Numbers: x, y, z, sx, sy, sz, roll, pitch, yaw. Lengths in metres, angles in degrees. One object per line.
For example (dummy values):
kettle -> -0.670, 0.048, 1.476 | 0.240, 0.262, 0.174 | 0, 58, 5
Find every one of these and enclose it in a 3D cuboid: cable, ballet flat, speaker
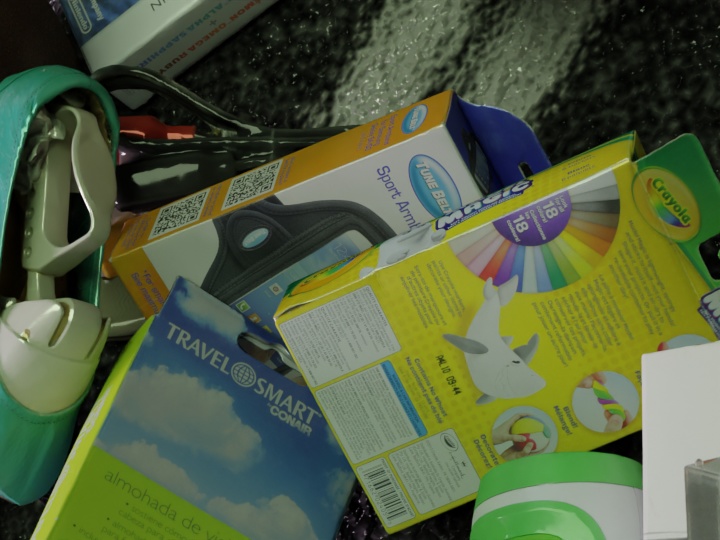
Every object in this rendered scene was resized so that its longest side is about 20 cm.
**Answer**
cable -> -0.056, -0.053, 1.241 | 0.199, 0.050, 0.098 | -6, 78, 1
ballet flat -> -0.142, 0.002, 1.174 | 0.070, 0.067, 0.201 | -13, 71, 51
speaker -> 0.090, 0.181, 1.087 | 0.088, 0.088, 0.201 | -13, 65, 25

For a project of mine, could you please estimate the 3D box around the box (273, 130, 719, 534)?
box -> 0.076, 0.022, 1.135 | 0.199, 0.048, 0.118 | -23, 106, 17

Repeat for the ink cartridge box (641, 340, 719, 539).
ink cartridge box -> 0.173, 0.139, 1.018 | 0.082, 0.147, 0.201 | -10, 65, 28

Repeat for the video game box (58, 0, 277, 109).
video game box -> -0.092, -0.214, 1.371 | 0.182, 0.047, 0.201 | -34, 58, 11

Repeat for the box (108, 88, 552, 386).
box -> 0.000, 0.000, 1.191 | 0.199, 0.119, 0.042 | -21, 25, 23

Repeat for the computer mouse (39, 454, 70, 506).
computer mouse -> -0.178, 0.045, 1.279 | 0.053, 0.138, 0.200 | -53, 44, 11

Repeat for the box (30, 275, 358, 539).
box -> -0.074, 0.112, 1.143 | 0.048, 0.122, 0.201 | -45, 17, 46

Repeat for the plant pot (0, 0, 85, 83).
plant pot -> -0.223, -0.100, 1.307 | 0.186, 0.200, 0.188 | -11, 65, 25

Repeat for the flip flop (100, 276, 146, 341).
flip flop -> -0.077, -0.019, 1.277 | 0.199, 0.058, 0.082 | -11, 66, 26
